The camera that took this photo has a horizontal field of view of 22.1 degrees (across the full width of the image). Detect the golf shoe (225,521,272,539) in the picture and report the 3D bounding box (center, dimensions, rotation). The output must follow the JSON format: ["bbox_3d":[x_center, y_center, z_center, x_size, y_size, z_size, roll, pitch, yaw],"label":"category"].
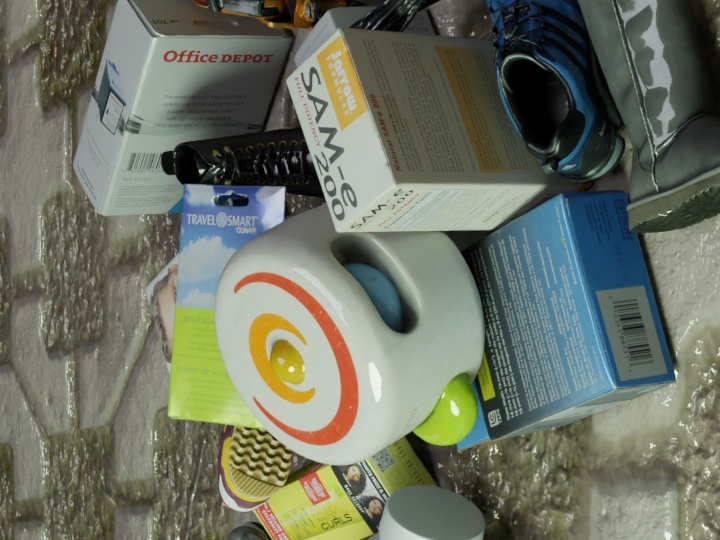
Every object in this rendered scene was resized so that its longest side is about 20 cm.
[{"bbox_3d":[-0.070,0.322,1.706,0.095,0.077,0.201,-72,-35,-77],"label":"golf shoe"}]

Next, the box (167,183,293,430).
[{"bbox_3d":[-0.100,0.030,1.556,0.121,0.048,0.202,3,89,36],"label":"box"}]

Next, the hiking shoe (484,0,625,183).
[{"bbox_3d":[0.128,-0.161,1.304,0.074,0.087,0.201,-30,71,26],"label":"hiking shoe"}]

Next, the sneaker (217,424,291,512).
[{"bbox_3d":[-0.087,0.117,1.644,0.090,0.075,0.201,135,155,-62],"label":"sneaker"}]

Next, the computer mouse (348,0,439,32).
[{"bbox_3d":[0.054,-0.225,1.384,0.139,0.053,0.200,-47,11,23],"label":"computer mouse"}]

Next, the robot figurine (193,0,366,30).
[{"bbox_3d":[-0.080,-0.244,1.575,0.200,0.144,0.059,29,116,59],"label":"robot figurine"}]

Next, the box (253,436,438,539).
[{"bbox_3d":[-0.017,0.197,1.598,0.076,0.050,0.200,57,143,-2],"label":"box"}]

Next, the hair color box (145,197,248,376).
[{"bbox_3d":[-0.130,0.018,1.749,0.200,0.060,0.101,-42,60,51],"label":"hair color box"}]

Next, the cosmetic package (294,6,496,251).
[{"bbox_3d":[0.031,-0.107,1.459,0.074,0.101,0.201,-48,57,49],"label":"cosmetic package"}]

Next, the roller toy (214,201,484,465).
[{"bbox_3d":[-0.015,0.043,1.364,0.199,0.139,0.184,15,122,42],"label":"roller toy"}]

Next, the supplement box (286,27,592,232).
[{"bbox_3d":[0.058,-0.098,1.326,0.073,0.199,0.127,-38,63,43],"label":"supplement box"}]

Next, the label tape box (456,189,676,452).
[{"bbox_3d":[0.132,0.040,1.361,0.200,0.063,0.145,-31,69,55],"label":"label tape box"}]

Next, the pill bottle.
[{"bbox_3d":[0.041,0.279,1.486,0.111,0.110,0.201,40,127,46],"label":"pill bottle"}]

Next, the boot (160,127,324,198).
[{"bbox_3d":[-0.066,-0.088,1.570,0.199,0.138,0.078,-3,92,55],"label":"boot"}]

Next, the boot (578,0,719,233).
[{"bbox_3d":[0.217,-0.139,1.220,0.181,0.072,0.201,-19,72,53],"label":"boot"}]

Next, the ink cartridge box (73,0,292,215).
[{"bbox_3d":[-0.167,-0.154,1.703,0.086,0.146,0.201,53,135,40],"label":"ink cartridge box"}]
